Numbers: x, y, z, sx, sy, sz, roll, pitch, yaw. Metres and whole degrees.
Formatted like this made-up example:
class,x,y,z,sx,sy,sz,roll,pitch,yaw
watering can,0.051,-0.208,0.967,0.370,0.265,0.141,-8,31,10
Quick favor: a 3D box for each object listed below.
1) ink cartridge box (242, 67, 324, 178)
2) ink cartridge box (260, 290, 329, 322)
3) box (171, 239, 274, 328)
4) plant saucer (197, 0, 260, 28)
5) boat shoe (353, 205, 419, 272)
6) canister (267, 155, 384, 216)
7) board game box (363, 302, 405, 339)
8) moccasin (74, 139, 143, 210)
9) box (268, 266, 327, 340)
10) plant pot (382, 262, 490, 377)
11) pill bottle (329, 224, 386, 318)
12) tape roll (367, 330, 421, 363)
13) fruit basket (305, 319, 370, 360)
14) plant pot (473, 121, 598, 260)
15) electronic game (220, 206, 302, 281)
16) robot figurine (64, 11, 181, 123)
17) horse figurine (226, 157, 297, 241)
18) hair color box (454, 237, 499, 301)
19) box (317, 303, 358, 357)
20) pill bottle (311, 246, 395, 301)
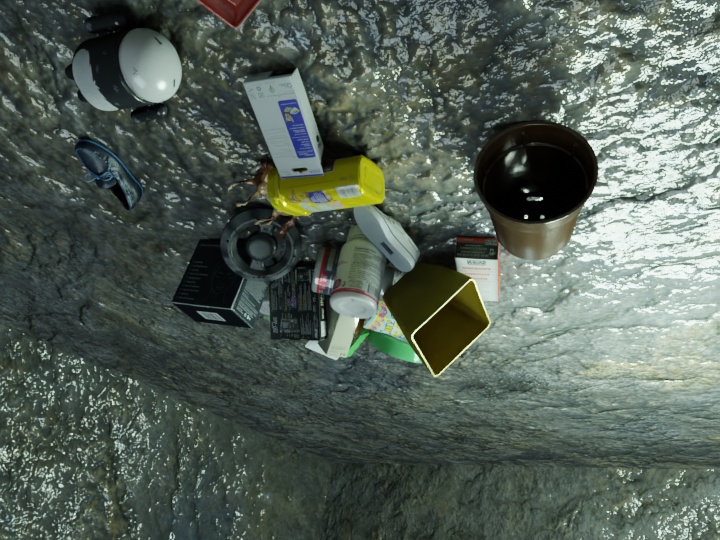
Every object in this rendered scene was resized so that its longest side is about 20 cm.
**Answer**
class,x,y,z,sx,sy,sz,roll,pitch,yaw
ink cartridge box,-0.132,-0.264,1.053,0.099,0.039,0.201,0,131,20
ink cartridge box,-0.201,0.093,1.708,0.198,0.085,0.145,0,149,20
box,-0.361,0.034,1.538,0.198,0.198,0.124,4,153,24
plant saucer,-0.203,-0.462,0.789,0.199,0.037,0.199,31,145,-29
boat shoe,0.062,-0.088,1.312,0.073,0.065,0.200,-12,122,49
canister,-0.065,-0.170,1.163,0.198,0.087,0.148,-5,173,23
board game box,0.122,0.126,1.622,0.198,0.104,0.105,17,151,-9
moccasin,-0.577,-0.216,1.328,0.080,0.069,0.200,-4,147,27
box,-0.174,0.091,1.585,0.159,0.202,0.043,-3,180,23
plant pot,0.170,0.099,1.410,0.176,0.200,0.200,39,167,43
pill bottle,0.000,0.000,1.349,0.112,0.201,0.114,9,151,5
tape roll,0.122,0.211,1.711,0.199,0.049,0.200,18,-171,-3
fruit basket,-0.062,0.174,1.713,0.094,0.186,0.200,40,-178,38
plant pot,0.311,-0.126,1.037,0.198,0.202,0.198,2,157,17
electronic game,-0.243,-0.061,1.411,0.198,0.042,0.201,-4,120,-8
robot figurine,-0.404,-0.343,0.988,0.198,0.126,0.150,-2,166,23
horse figurine,-0.203,-0.158,1.292,0.132,0.050,0.200,-24,129,19
hair color box,0.284,0.000,1.384,0.101,0.062,0.200,4,151,15
box,-0.051,0.132,1.593,0.068,0.201,0.082,12,-166,-29
pill bottle,-0.017,0.016,1.470,0.198,0.120,0.120,12,151,0
